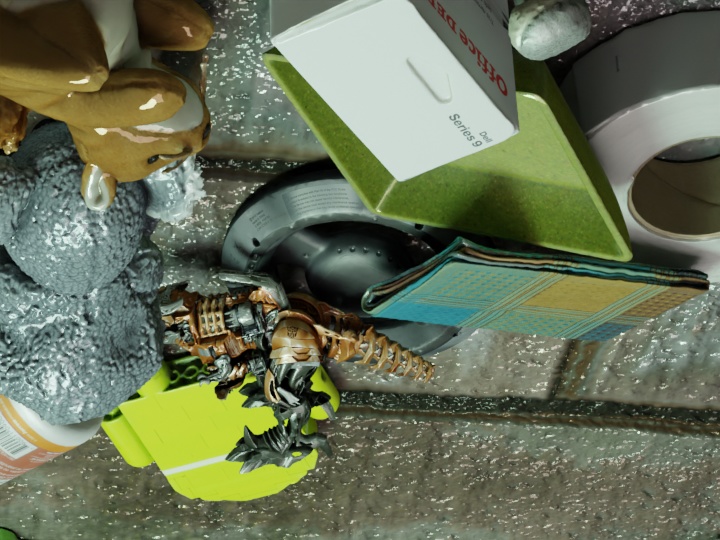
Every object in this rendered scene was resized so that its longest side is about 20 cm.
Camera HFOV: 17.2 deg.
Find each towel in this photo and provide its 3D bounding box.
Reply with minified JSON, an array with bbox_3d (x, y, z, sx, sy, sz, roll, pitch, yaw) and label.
[{"bbox_3d":[0.118,0.015,1.625,0.199,0.022,0.147,6,162,-26],"label":"towel"}]

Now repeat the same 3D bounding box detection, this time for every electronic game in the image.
[{"bbox_3d":[0.000,0.000,1.692,0.199,0.042,0.200,4,140,4],"label":"electronic game"}]

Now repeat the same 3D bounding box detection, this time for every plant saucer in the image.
[{"bbox_3d":[0.064,-0.088,1.499,0.199,0.048,0.200,11,157,29],"label":"plant saucer"}]

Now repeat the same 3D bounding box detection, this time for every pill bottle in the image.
[{"bbox_3d":[-0.294,0.110,1.753,0.199,0.113,0.112,-27,136,27],"label":"pill bottle"}]

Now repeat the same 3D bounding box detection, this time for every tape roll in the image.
[{"bbox_3d":[0.225,-0.079,1.588,0.201,0.071,0.203,-2,141,-1],"label":"tape roll"}]

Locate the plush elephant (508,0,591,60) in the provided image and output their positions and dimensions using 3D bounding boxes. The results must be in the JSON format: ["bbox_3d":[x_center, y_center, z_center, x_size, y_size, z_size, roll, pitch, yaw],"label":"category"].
[{"bbox_3d":[0.119,-0.241,1.325,0.164,0.200,0.155,-23,120,-1],"label":"plush elephant"}]

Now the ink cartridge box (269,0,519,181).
[{"bbox_3d":[0.017,-0.175,1.352,0.084,0.201,0.146,-22,137,23],"label":"ink cartridge box"}]

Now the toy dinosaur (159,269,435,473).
[{"bbox_3d":[-0.055,0.063,1.677,0.199,0.102,0.136,19,125,20],"label":"toy dinosaur"}]

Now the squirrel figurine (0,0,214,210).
[{"bbox_3d":[-0.178,-0.120,1.360,0.199,0.142,0.187,-1,153,16],"label":"squirrel figurine"}]

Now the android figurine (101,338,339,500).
[{"bbox_3d":[-0.106,0.112,1.823,0.181,0.041,0.200,-16,137,14],"label":"android figurine"}]

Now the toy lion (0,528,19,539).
[{"bbox_3d":[-0.363,0.275,1.999,0.199,0.069,0.192,25,126,-30],"label":"toy lion"}]

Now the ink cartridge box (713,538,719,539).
[{"bbox_3d":[0.352,0.296,2.083,0.199,0.047,0.198,-4,142,3],"label":"ink cartridge box"}]

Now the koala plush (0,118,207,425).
[{"bbox_3d":[-0.183,-0.021,1.507,0.177,0.184,0.200,-7,151,-20],"label":"koala plush"}]
